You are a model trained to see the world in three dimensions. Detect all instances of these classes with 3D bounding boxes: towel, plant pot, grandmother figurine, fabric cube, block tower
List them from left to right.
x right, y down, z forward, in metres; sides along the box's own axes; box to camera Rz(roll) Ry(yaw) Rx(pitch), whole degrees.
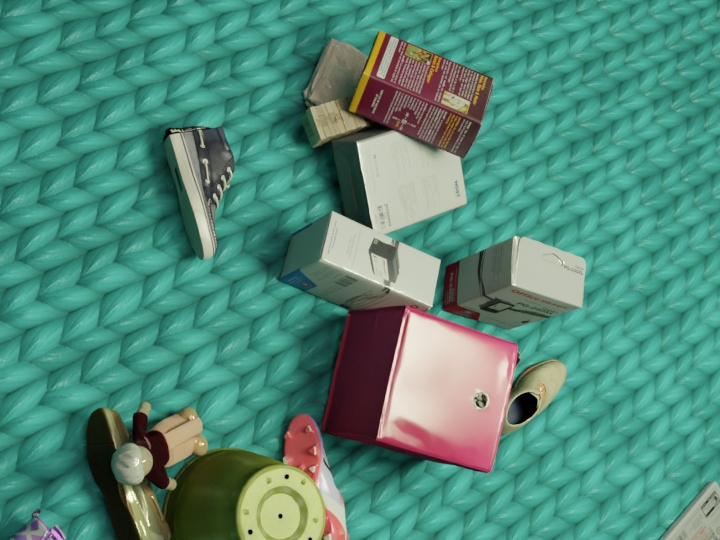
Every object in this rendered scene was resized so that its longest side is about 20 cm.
[{"bbox_3d":[-0.268,0.233,1.463,0.122,0.060,0.200,62,17,0],"label":"grandmother figurine"},{"bbox_3d":[-0.142,0.334,1.496,0.198,0.192,0.203,8,74,-28],"label":"plant pot"},{"bbox_3d":[-0.003,-0.250,1.765,0.198,0.058,0.055,-21,88,-32],"label":"block tower"},{"bbox_3d":[0.007,-0.281,1.827,0.199,0.034,0.134,31,67,-19],"label":"towel"},{"bbox_3d":[0.086,0.174,1.650,0.197,0.199,0.199,19,79,-24],"label":"fabric cube"}]

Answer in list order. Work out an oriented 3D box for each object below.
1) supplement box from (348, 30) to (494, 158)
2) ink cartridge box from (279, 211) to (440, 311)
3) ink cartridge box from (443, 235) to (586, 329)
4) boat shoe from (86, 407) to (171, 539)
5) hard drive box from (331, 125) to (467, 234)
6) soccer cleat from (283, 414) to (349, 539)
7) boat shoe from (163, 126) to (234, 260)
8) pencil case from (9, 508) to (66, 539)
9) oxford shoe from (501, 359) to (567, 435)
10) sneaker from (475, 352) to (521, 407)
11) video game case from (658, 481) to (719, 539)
[{"bbox_3d":[0.095,-0.272,1.715,0.198,0.086,0.111,22,51,-4],"label":"supplement box"},{"bbox_3d":[0.000,0.000,1.688,0.198,0.145,0.085,23,67,-23],"label":"ink cartridge box"},{"bbox_3d":[0.246,0.024,1.790,0.144,0.199,0.085,16,70,-25],"label":"ink cartridge box"},{"bbox_3d":[-0.310,0.278,1.489,0.063,0.073,0.203,-16,84,-48],"label":"boat shoe"},{"bbox_3d":[0.065,-0.156,1.778,0.198,0.076,0.158,-20,108,-31],"label":"hard drive box"},{"bbox_3d":[-0.063,0.313,1.632,0.076,0.066,0.203,16,57,-63],"label":"soccer cleat"},{"bbox_3d":[-0.220,-0.121,1.632,0.092,0.075,0.203,-13,84,-24],"label":"boat shoe"},{"bbox_3d":[-0.443,0.398,1.373,0.084,0.085,0.200,47,61,-9],"label":"pencil case"},{"bbox_3d":[0.288,0.212,1.840,0.199,0.074,0.071,-38,97,-31],"label":"oxford shoe"},{"bbox_3d":[0.191,0.198,1.782,0.075,0.087,0.201,37,64,-18],"label":"sneaker"},{"bbox_3d":[0.624,0.513,1.989,0.199,0.023,0.184,-36,96,-32],"label":"video game case"}]
